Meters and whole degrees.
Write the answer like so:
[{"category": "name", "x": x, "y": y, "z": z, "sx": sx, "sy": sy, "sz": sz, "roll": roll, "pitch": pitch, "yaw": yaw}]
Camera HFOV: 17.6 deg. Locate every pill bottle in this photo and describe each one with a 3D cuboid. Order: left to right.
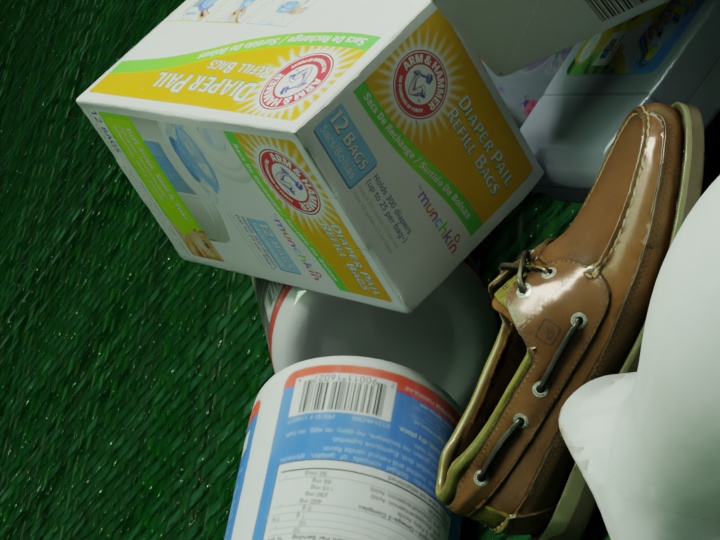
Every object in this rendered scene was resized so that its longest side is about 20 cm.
[{"category": "pill bottle", "x": -0.013, "y": 0.149, "z": 1.078, "sx": 0.112, "sy": 0.112, "sz": 0.201, "roll": -42, "pitch": 28, "yaw": 46}, {"category": "pill bottle", "x": 0.000, "y": 0.000, "z": 1.231, "sx": 0.116, "sy": 0.115, "sz": 0.200, "roll": -57, "pitch": 20, "yaw": 17}]

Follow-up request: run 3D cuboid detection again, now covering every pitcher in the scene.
[{"category": "pitcher", "x": 0.155, "y": 0.054, "z": 0.796, "sx": 0.200, "sy": 0.120, "sz": 0.172, "roll": 122, "pitch": 142, "yaw": -47}]

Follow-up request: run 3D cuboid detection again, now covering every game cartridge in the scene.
[{"category": "game cartridge", "x": 0.151, "y": -0.120, "z": 1.076, "sx": 0.201, "sy": 0.040, "sz": 0.133, "roll": -57, "pitch": 21, "yaw": -7}]

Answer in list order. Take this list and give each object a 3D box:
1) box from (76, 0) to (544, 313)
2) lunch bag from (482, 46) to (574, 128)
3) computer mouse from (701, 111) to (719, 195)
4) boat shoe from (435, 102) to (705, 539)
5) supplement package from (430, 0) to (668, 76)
[{"category": "box", "x": -0.027, "y": -0.065, "z": 1.110, "sx": 0.101, "sy": 0.113, "sz": 0.199, "roll": -45, "pitch": 31, "yaw": -22}, {"category": "lunch bag", "x": 0.033, "y": -0.136, "z": 1.242, "sx": 0.128, "sy": 0.169, "sz": 0.200, "roll": -62, "pitch": 22, "yaw": -4}, {"category": "computer mouse", "x": 0.160, "y": -0.038, "z": 1.009, "sx": 0.059, "sy": 0.034, "sz": 0.200, "roll": -57, "pitch": 13, "yaw": 5}, {"category": "boat shoe", "x": 0.089, "y": 0.019, "z": 0.989, "sx": 0.072, "sy": 0.068, "sz": 0.201, "roll": -128, "pitch": 55, "yaw": -81}, {"category": "supplement package", "x": 0.078, "y": -0.227, "z": 1.025, "sx": 0.151, "sy": 0.151, "sz": 0.201, "roll": -23, "pitch": 53, "yaw": 20}]
